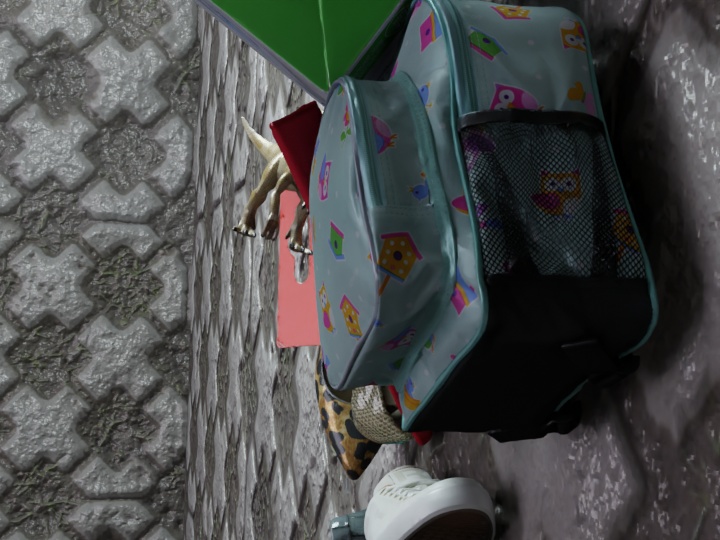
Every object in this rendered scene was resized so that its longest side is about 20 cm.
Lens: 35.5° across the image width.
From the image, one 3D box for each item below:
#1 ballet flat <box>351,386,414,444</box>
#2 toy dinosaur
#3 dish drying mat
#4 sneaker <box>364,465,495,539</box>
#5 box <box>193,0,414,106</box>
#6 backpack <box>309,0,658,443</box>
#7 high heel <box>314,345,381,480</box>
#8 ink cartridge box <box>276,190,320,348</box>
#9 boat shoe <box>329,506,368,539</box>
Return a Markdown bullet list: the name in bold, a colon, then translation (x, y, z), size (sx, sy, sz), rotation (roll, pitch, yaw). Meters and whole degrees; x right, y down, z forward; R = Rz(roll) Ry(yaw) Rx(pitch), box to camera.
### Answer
- **ballet flat**: translation (0.032, 0.026, 0.813), size (0.075, 0.067, 0.202), rotation (-2, 85, 56)
- **toy dinosaur**: translation (-0.049, -0.068, 0.806), size (0.200, 0.058, 0.102), rotation (12, 84, 70)
- **dish drying mat**: translation (0.000, 0.000, 0.660), size (0.077, 0.018, 0.202), rotation (-58, -55, -73)
- **sneaker**: translation (0.034, 0.160, 0.745), size (0.200, 0.072, 0.085), rotation (113, 153, -58)
- **box**: translation (-0.051, -0.183, 0.654), size (0.097, 0.200, 0.176), rotation (-51, -6, 3)
- **backpack**: translation (0.051, -0.033, 0.562), size (0.176, 0.152, 0.202), rotation (108, 166, -63)
- **high heel**: translation (-0.006, 0.049, 0.872), size (0.143, 0.071, 0.202), rotation (80, -168, -63)
- **ink cartridge box**: translation (-0.001, -0.032, 0.777), size (0.199, 0.050, 0.164), rotation (-6, 79, 40)
- **boat shoe**: translation (-0.013, 0.265, 0.942), size (0.073, 0.061, 0.201), rotation (-101, 19, -43)
